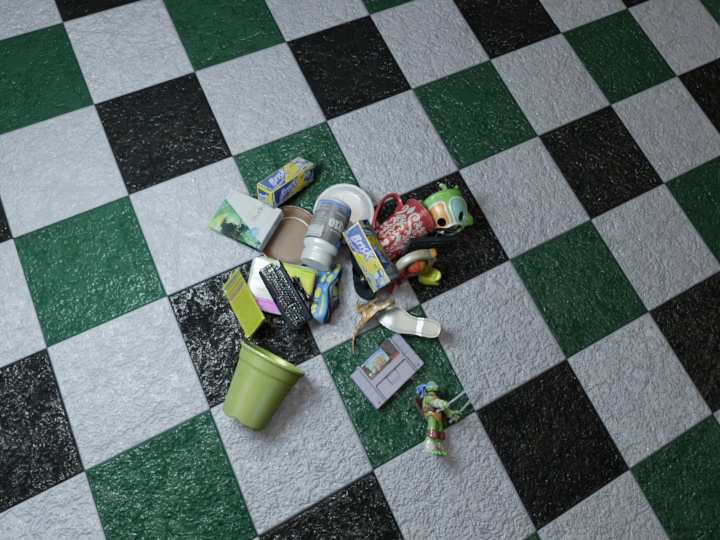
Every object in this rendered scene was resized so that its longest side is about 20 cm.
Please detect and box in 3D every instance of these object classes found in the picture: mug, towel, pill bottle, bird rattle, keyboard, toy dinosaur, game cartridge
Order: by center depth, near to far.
[{"bbox_3d":[-0.207,0.062,1.488,0.103,0.040,0.202,-31,89,-3],"label":"keyboard"},{"bbox_3d":[-0.340,0.094,1.497,0.086,0.018,0.201,-50,55,20],"label":"towel"},{"bbox_3d":[0.078,0.293,1.534,0.199,0.038,0.130,-40,84,-17],"label":"game cartridge"},{"bbox_3d":[0.016,0.138,1.555,0.060,0.107,0.200,35,107,-32],"label":"toy dinosaur"},{"bbox_3d":[-0.106,-0.109,1.566,0.111,0.114,0.204,18,74,0],"label":"pill bottle"},{"bbox_3d":[0.153,-0.015,1.585,0.195,0.164,0.115,-3,59,-16],"label":"bird rattle"},{"bbox_3d":[0.228,-0.090,1.605,0.196,0.128,0.021,-6,51,-31],"label":"keyboard"},{"bbox_3d":[0.106,-0.128,1.640,0.199,0.134,0.178,-37,61,-12],"label":"mug"}]

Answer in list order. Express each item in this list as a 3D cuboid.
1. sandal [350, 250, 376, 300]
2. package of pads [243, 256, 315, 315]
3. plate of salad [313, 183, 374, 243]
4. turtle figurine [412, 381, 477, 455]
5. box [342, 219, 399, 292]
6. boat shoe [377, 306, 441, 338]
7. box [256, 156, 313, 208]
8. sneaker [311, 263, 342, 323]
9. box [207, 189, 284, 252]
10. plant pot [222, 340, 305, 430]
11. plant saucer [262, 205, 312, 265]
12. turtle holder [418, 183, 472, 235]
[{"bbox_3d":[-0.001,0.000,1.589,0.074,0.048,0.204,-26,58,18],"label":"sandal"},{"bbox_3d":[-0.237,0.051,1.541,0.195,0.068,0.158,12,86,-4],"label":"package of pads"},{"bbox_3d":[-0.054,-0.181,1.670,0.195,0.048,0.205,-1,76,2],"label":"plate of salad"},{"bbox_3d":[0.245,0.415,1.456,0.195,0.144,0.199,7,74,-1],"label":"turtle figurine"},{"bbox_3d":[0.030,-0.045,1.524,0.064,0.070,0.203,-15,75,-57],"label":"box"},{"bbox_3d":[0.149,0.159,1.573,0.195,0.060,0.076,11,80,12],"label":"boat shoe"},{"bbox_3d":[-0.233,-0.278,1.632,0.069,0.065,0.200,28,50,23],"label":"box"},{"bbox_3d":[-0.098,0.068,1.570,0.069,0.083,0.203,-1,57,24],"label":"sneaker"},{"bbox_3d":[-0.354,-0.156,1.605,0.196,0.037,0.146,22,70,18],"label":"box"},{"bbox_3d":[-0.277,0.320,1.411,0.197,0.200,0.187,26,82,2],"label":"plant pot"},{"bbox_3d":[-0.223,-0.103,1.628,0.195,0.037,0.205,3,71,-7],"label":"plant saucer"},{"bbox_3d":[0.279,-0.180,1.671,0.139,0.185,0.134,-27,67,13],"label":"turtle holder"}]
